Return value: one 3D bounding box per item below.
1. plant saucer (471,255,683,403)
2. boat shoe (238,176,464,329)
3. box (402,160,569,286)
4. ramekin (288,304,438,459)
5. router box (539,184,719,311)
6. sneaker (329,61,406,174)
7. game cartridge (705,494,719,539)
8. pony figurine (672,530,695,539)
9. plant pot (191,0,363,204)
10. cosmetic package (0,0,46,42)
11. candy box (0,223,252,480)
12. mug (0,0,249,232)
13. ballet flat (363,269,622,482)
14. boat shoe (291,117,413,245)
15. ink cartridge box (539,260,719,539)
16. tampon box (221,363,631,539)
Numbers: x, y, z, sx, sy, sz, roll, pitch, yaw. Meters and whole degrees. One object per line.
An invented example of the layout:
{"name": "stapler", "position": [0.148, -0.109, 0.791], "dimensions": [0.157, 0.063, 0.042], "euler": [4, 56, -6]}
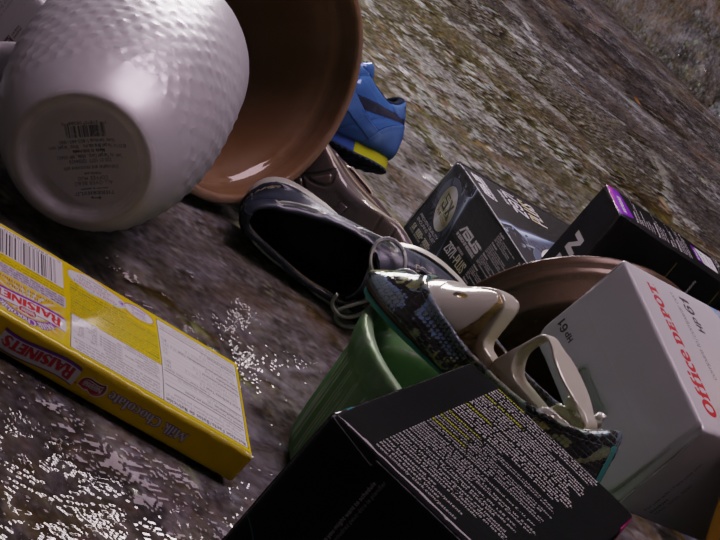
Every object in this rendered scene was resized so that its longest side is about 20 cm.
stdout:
{"name": "plant saucer", "position": [0.141, 0.068, 1.370], "dimensions": [0.200, 0.200, 0.030], "euler": [30, 36, -31]}
{"name": "boat shoe", "position": [0.000, 0.000, 1.433], "dimensions": [0.200, 0.075, 0.062], "euler": [36, 16, -10]}
{"name": "box", "position": [0.147, 0.020, 1.673], "dimensions": [0.164, 0.086, 0.200], "euler": [27, 22, -35]}
{"name": "ramekin", "position": [0.051, 0.121, 1.200], "dimensions": [0.200, 0.098, 0.200], "euler": [36, 17, -13]}
{"name": "router box", "position": [0.176, 0.057, 1.448], "dimensions": [0.149, 0.200, 0.051], "euler": [33, 19, -23]}
{"name": "sneaker", "position": [-0.039, -0.150, 1.610], "dimensions": [0.200, 0.079, 0.066], "euler": [27, -9, -40]}
{"name": "game cartridge", "position": [0.293, 0.161, 1.226], "dimensions": [0.200, 0.177, 0.032], "euler": [23, -6, -41]}
{"name": "pony figurine", "position": [0.293, 0.182, 1.460], "dimensions": [0.200, 0.166, 0.193], "euler": [45, -17, 39]}
{"name": "plant pot", "position": [-0.100, -0.158, 1.442], "dimensions": [0.093, 0.201, 0.201], "euler": [30, 7, 39]}
{"name": "cosmetic package", "position": [-0.263, -0.211, 1.408], "dimensions": [0.200, 0.074, 0.102], "euler": [49, 19, 23]}
{"name": "candy box", "position": [-0.149, 0.039, 1.103], "dimensions": [0.200, 0.026, 0.102], "euler": [33, 21, -22]}
{"name": "mug", "position": [-0.181, -0.107, 1.243], "dimensions": [0.199, 0.148, 0.175], "euler": [9, 27, 2]}
{"name": "ballet flat", "position": [0.082, 0.052, 1.153], "dimensions": [0.200, 0.074, 0.074], "euler": [48, 19, 27]}
{"name": "boat shoe", "position": [-0.029, -0.051, 1.531], "dimensions": [0.200, 0.074, 0.073], "euler": [51, 6, 18]}
{"name": "ink cartridge box", "position": [0.225, 0.098, 1.278], "dimensions": [0.200, 0.085, 0.145], "euler": [23, 34, -40]}
{"name": "tampon box", "position": [0.023, 0.150, 0.979], "dimensions": [0.126, 0.150, 0.200], "euler": [44, 18, 13]}
